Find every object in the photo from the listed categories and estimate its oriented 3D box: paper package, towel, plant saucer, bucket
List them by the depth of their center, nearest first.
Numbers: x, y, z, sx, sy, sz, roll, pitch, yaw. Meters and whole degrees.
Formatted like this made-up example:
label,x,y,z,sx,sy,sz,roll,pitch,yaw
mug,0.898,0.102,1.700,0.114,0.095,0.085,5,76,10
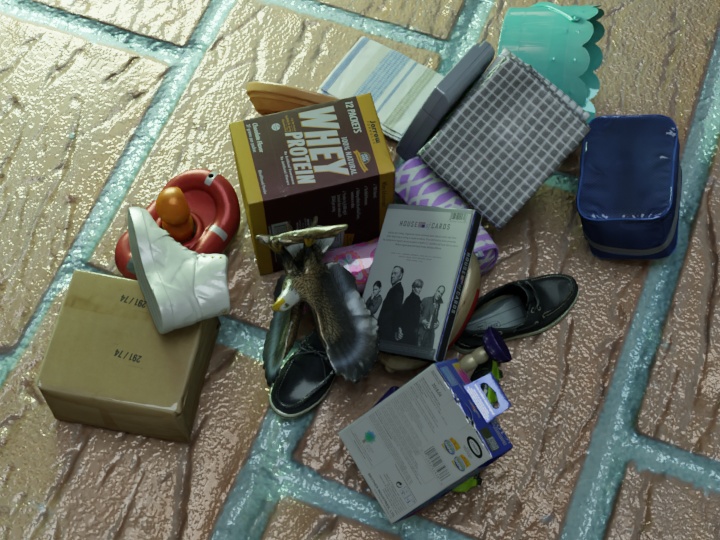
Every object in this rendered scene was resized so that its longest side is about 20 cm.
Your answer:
label,x,y,z,sx,sy,sz,roll,pitch,yaw
paper package,-0.303,0.112,1.612,0.198,0.104,0.192,9,60,7
towel,0.198,-0.180,1.663,0.165,0.086,0.200,41,103,1
plant saucer,-0.071,-0.227,1.754,0.199,0.200,0.038,15,89,9
bucket,0.277,-0.291,1.769,0.134,0.208,0.208,8,61,15
towel,0.046,-0.270,1.861,0.199,0.024,0.147,29,63,14

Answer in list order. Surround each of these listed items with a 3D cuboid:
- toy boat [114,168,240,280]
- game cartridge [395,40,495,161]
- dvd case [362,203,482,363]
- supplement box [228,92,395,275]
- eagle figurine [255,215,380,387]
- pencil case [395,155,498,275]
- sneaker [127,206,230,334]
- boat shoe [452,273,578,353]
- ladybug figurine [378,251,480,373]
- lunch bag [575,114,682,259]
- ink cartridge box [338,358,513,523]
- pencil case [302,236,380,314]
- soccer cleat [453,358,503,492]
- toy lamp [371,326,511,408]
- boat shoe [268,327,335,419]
label,x,y,z,sx,sy,sz,roll,pitch,yaw
toy boat,-0.254,-0.068,1.690,0.130,0.131,0.200,27,60,15
game cartridge,0.114,-0.231,1.715,0.040,0.200,0.133,43,66,4
dvd case,0.071,0.013,1.579,0.150,0.025,0.201,7,76,43
supplement box,-0.064,-0.117,1.678,0.198,0.198,0.134,-13,62,-6
eagle figurine,-0.071,0.042,1.570,0.150,0.201,0.151,-21,17,-24
pencil case,0.116,-0.071,1.717,0.085,0.084,0.201,-31,62,-2
sneaker,-0.235,-0.009,1.595,0.115,0.074,0.201,-13,56,-20
boat shoe,0.213,0.048,1.656,0.198,0.066,0.075,-19,64,-8
ladybug figurine,0.094,0.051,1.611,0.136,0.072,0.201,40,99,44
lunch bag,0.382,-0.119,1.710,0.135,0.133,0.201,3,62,20
ink cartridge box,0.091,0.203,1.498,0.200,0.076,0.137,-38,76,25
pencil case,0.000,0.000,1.681,0.198,0.088,0.088,-15,62,-8
soccer cleat,0.135,0.190,1.584,0.080,0.068,0.201,9,62,17
toy lamp,0.101,0.147,1.574,0.199,0.058,0.058,-32,62,14
boat shoe,-0.052,0.113,1.630,0.074,0.062,0.200,37,69,17
